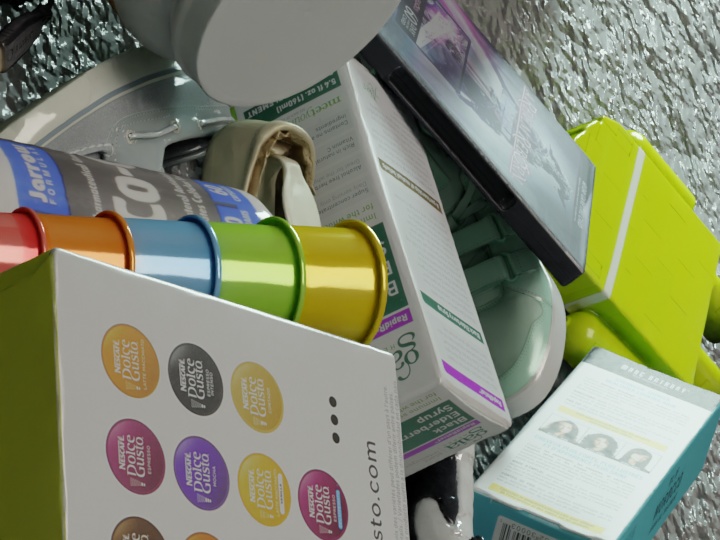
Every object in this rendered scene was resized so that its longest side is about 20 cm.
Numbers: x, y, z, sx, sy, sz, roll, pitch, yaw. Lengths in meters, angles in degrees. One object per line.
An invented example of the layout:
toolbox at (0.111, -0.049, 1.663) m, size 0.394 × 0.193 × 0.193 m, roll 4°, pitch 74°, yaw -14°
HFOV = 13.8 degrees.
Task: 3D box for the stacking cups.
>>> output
stacking cups at (-0.085, 0.004, 1.225) m, size 0.200 × 0.060 × 0.061 m, roll 3°, pitch 69°, yaw -34°

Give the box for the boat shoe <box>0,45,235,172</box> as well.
boat shoe at (-0.118, -0.058, 1.409) m, size 0.072 × 0.070 × 0.201 m, roll 59°, pitch 34°, yaw -1°

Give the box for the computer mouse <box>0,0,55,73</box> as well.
computer mouse at (-0.216, -0.138, 1.357) m, size 0.141 × 0.046 × 0.200 m, roll 62°, pitch 32°, yaw -15°

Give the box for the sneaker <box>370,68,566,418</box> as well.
sneaker at (0.043, -0.020, 1.586) m, size 0.118 × 0.074 × 0.201 m, roll 31°, pitch 40°, yaw -47°

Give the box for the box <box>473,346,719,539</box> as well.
box at (0.125, 0.111, 1.593) m, size 0.200 × 0.082 × 0.049 m, roll -40°, pitch 148°, yaw -59°

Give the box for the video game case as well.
video game case at (0.055, -0.096, 1.580) m, size 0.200 × 0.019 × 0.143 m, roll 47°, pitch 22°, yaw -14°

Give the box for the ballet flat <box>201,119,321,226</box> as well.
ballet flat at (-0.049, 0.022, 1.404) m, size 0.069 × 0.069 × 0.200 m, roll 18°, pitch 69°, yaw -46°

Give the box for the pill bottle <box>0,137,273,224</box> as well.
pill bottle at (-0.142, 0.003, 1.293) m, size 0.200 × 0.114 × 0.114 m, roll 11°, pitch 63°, yaw -34°

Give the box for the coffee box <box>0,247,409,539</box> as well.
coffee box at (-0.116, 0.133, 1.204) m, size 0.198 × 0.200 × 0.200 m, roll 20°, pitch 57°, yaw -44°

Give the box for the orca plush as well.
orca plush at (0.020, 0.134, 1.481) m, size 0.071 × 0.105 × 0.200 m, roll 8°, pitch 82°, yaw -9°

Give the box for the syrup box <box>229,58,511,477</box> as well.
syrup box at (0.000, 0.000, 1.475) m, size 0.081 × 0.079 × 0.200 m, roll 36°, pitch 32°, yaw -53°

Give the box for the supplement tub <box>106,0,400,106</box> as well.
supplement tub at (-0.079, -0.190, 1.414) m, size 0.145 × 0.145 × 0.200 m, roll 0°, pitch 46°, yaw -51°

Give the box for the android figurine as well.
android figurine at (0.156, -0.007, 1.751) m, size 0.200 × 0.041 × 0.182 m, roll 44°, pitch 43°, yaw -29°
